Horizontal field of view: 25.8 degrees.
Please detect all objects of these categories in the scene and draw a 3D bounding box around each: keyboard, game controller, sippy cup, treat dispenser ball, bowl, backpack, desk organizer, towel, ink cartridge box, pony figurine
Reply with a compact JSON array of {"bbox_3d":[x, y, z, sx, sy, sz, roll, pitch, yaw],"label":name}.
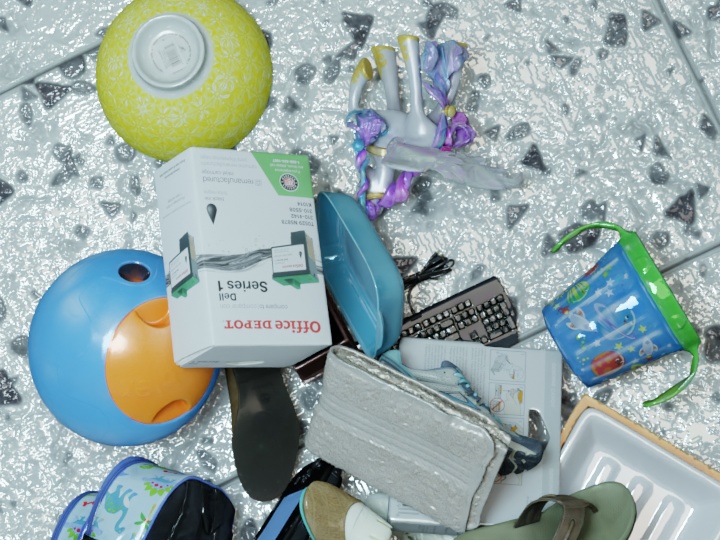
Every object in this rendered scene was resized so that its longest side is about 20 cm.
[{"bbox_3d":[0.063,0.058,1.698,0.198,0.021,0.128,-26,82,0],"label":"keyboard"},{"bbox_3d":[-0.087,0.276,1.613,0.042,0.104,0.201,44,59,-18],"label":"game controller"},{"bbox_3d":[0.265,0.049,1.637,0.130,0.140,0.179,-31,51,9],"label":"sippy cup"},{"bbox_3d":[-0.242,0.079,1.624,0.198,0.201,0.203,0,83,4],"label":"treat dispenser ball"},{"bbox_3d":[-0.199,-0.224,1.706,0.198,0.108,0.203,0,84,4],"label":"bowl"},{"bbox_3d":[-0.230,0.296,1.609,0.146,0.183,0.202,15,74,26],"label":"backpack"},{"bbox_3d":[-0.079,0.012,1.674,0.071,0.077,0.201,-28,76,0],"label":"desk organizer"},{"bbox_3d":[0.042,0.168,1.540,0.198,0.034,0.134,25,124,13],"label":"towel"},{"bbox_3d":[-0.116,-0.011,1.565,0.145,0.084,0.202,1,74,-36],"label":"ink cartridge box"},{"bbox_3d":[0.119,0.173,1.627,0.171,0.044,0.202,5,65,1],"label":"ink cartridge box"},{"bbox_3d":[0.062,-0.144,1.673,0.191,0.166,0.203,3,86,36],"label":"pony figurine"}]

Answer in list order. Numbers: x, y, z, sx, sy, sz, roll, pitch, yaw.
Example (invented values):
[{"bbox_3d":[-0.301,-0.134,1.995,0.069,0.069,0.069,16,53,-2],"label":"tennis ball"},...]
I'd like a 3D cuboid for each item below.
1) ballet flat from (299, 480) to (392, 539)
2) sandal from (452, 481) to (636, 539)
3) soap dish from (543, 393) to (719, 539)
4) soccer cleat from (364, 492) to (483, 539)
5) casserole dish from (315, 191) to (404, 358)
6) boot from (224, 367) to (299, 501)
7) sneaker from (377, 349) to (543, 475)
[{"bbox_3d":[0.008,0.286,1.597,0.072,0.201,0.068,0,41,34],"label":"ballet flat"},{"bbox_3d":[0.180,0.255,1.522,0.199,0.058,0.080,-17,50,-16],"label":"sandal"},{"bbox_3d":[0.277,0.245,1.629,0.199,0.081,0.158,30,86,7],"label":"soap dish"},{"bbox_3d":[0.094,0.287,1.640,0.198,0.069,0.078,20,67,3],"label":"soccer cleat"},{"bbox_3d":[0.000,0.000,1.640,0.038,0.122,0.201,-13,44,-18],"label":"casserole dish"},{"bbox_3d":[-0.112,0.143,1.681,0.073,0.075,0.203,-8,97,-17],"label":"boot"},{"bbox_3d":[0.095,0.136,1.581,0.198,0.078,0.087,21,63,9],"label":"sneaker"}]
